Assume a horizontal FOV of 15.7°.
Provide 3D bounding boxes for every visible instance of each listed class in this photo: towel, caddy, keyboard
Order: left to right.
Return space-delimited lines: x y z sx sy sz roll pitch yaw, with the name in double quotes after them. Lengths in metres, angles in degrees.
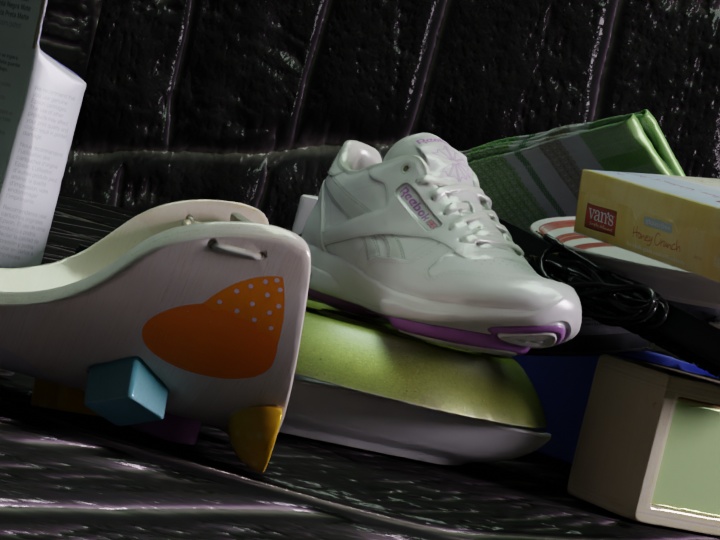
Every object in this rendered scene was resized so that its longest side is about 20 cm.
0.137 -0.026 1.591 0.200 0.031 0.149 -12 -58 49 "towel"
0.121 0.024 1.301 0.200 0.040 0.104 28 -8 46 "keyboard"
0.171 0.068 1.526 0.141 0.105 0.200 13 2 -37 "caddy"

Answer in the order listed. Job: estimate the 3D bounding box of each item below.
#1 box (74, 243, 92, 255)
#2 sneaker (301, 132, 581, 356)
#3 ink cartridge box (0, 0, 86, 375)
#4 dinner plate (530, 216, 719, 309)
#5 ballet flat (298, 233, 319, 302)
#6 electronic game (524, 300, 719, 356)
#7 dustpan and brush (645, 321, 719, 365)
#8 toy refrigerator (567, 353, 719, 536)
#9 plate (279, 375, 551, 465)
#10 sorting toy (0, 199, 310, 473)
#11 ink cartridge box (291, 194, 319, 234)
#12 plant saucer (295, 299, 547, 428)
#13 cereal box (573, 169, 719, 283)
-0.095 0.025 1.823 0.160 0.044 0.200 14 2 18 "box"
0.036 -0.016 1.289 0.075 0.100 0.200 16 2 -41 "sneaker"
-0.215 -0.066 1.287 0.041 0.200 0.199 12 3 -43 "ink cartridge box"
0.187 -0.001 1.367 0.200 0.024 0.200 8 10 -1 "dinner plate"
0.000 0.000 1.435 0.200 0.067 0.064 -19 -47 42 "ballet flat"
0.120 0.015 1.467 0.200 0.042 0.200 -1 13 0 "electronic game"
0.264 0.044 1.335 0.139 0.057 0.200 12 3 -39 "dustpan and brush"
0.213 0.101 1.341 0.200 0.076 0.070 13 2 -30 "toy refrigerator"
-0.028 0.063 1.357 0.200 0.032 0.200 13 2 -23 "plate"
-0.124 0.020 1.133 0.180 0.107 0.200 6 3 -7 "sorting toy"
-0.008 0.017 1.578 0.067 0.117 0.200 13 1 9 "ink cartridge box"
0.003 0.040 1.334 0.200 0.031 0.200 15 2 -1 "plant saucer"
0.227 -0.018 1.307 0.200 0.040 0.144 2 11 -31 "cereal box"
